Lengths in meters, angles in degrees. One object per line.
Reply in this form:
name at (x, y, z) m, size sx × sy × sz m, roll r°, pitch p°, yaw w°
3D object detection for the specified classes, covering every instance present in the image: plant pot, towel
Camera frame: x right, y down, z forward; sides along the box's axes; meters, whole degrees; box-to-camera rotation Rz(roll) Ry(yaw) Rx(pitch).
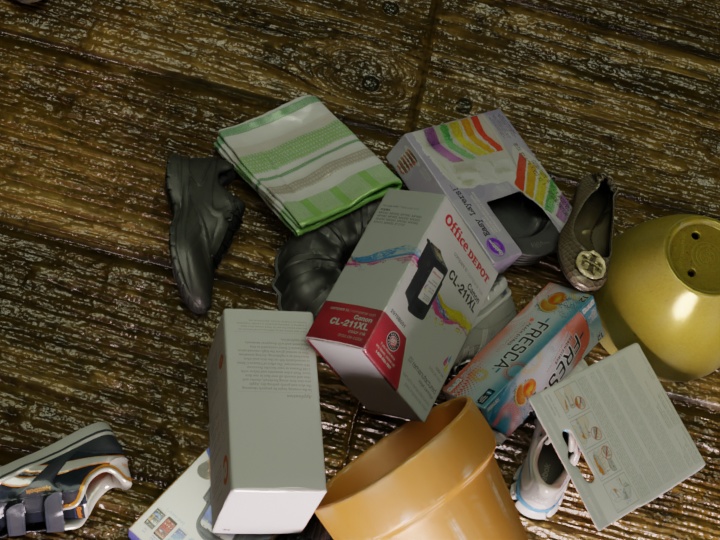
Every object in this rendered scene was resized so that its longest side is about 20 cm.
plant pot at (0.082, 0.261, 1.389) m, size 0.200 × 0.200 × 0.183 m, roll -35°, pitch 93°, yaw -22°
plant pot at (0.377, 0.013, 1.568) m, size 0.200 × 0.142 × 0.200 m, roll 3°, pitch 66°, yaw -8°
towel at (-0.064, -0.131, 1.579) m, size 0.149 × 0.031 × 0.200 m, roll -28°, pitch 49°, yaw -20°

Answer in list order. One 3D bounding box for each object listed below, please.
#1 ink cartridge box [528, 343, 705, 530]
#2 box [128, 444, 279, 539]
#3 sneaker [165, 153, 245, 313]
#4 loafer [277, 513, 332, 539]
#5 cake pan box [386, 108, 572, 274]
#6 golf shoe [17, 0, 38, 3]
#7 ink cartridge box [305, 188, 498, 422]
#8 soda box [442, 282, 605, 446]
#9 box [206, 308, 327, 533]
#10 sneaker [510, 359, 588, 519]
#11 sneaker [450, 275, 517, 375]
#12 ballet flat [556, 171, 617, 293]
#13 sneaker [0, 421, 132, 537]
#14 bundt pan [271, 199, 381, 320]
ink cartridge box at (0.274, 0.184, 1.479) m, size 0.200 × 0.047 × 0.160 m, roll -20°, pitch 78°, yaw -39°
box at (-0.150, 0.261, 1.422) m, size 0.119 × 0.041 × 0.200 m, roll 40°, pitch 63°, yaw 9°
sneaker at (-0.175, -0.047, 1.534) m, size 0.091 × 0.076 × 0.200 m, roll -4°, pitch 68°, yaw -5°
loafer at (-0.067, 0.343, 1.391) m, size 0.070 × 0.068 × 0.201 m, roll 41°, pitch 51°, yaw -30°
cake pan box at (0.152, -0.089, 1.591) m, size 0.184 × 0.052 × 0.200 m, roll -19°, pitch 69°, yaw -40°
golf shoe at (-0.442, -0.420, 1.654) m, size 0.073 × 0.092 × 0.200 m, roll -25°, pitch 73°, yaw -21°
ink cartridge box at (0.048, 0.034, 1.420) m, size 0.083 × 0.146 × 0.200 m, roll 8°, pitch 59°, yaw 39°
soda box at (0.186, 0.102, 1.510) m, size 0.200 × 0.064 × 0.068 m, roll -42°, pitch 39°, yaw -24°
box at (-0.101, 0.156, 1.387) m, size 0.097 × 0.124 × 0.200 m, roll 3°, pitch 60°, yaw -15°
sneaker at (0.226, 0.175, 1.500) m, size 0.075 × 0.087 × 0.200 m, roll 16°, pitch 63°, yaw 0°
sneaker at (0.114, 0.092, 1.520) m, size 0.200 × 0.075 × 0.082 m, roll -40°, pitch 110°, yaw -24°
ballet flat at (0.274, -0.052, 1.577) m, size 0.067 × 0.046 × 0.200 m, roll 34°, pitch 42°, yaw -11°
sneaker at (-0.330, 0.234, 1.382) m, size 0.200 × 0.078 × 0.079 m, roll -28°, pitch 67°, yaw -22°
bundt pan at (0.000, 0.000, 1.547) m, size 0.202 × 0.076 × 0.202 m, roll 3°, pitch 65°, yaw -7°
